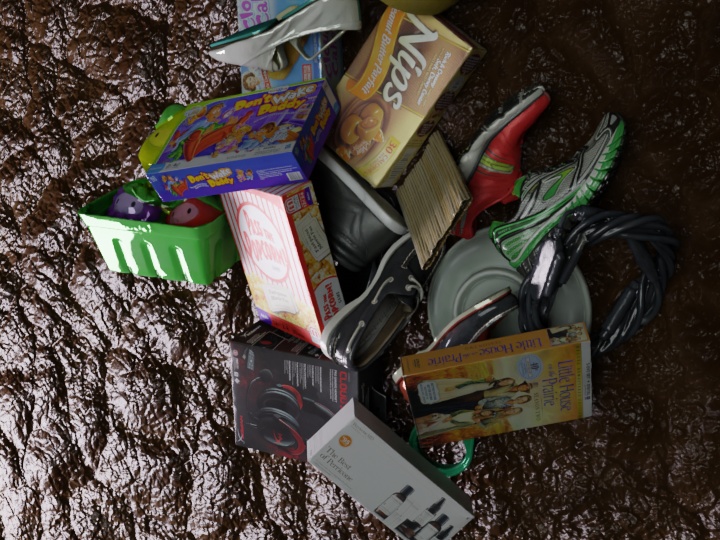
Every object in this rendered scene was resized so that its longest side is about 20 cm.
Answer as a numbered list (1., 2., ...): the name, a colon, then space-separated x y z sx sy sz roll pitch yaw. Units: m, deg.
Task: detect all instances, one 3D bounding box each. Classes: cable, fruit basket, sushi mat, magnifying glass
1. cable: 0.253 0.018 1.116 0.051 0.162 0.201 -114 27 -51
2. fruit basket: -0.243 -0.102 1.333 0.214 0.155 0.217 12 119 22
3. sushi mat: 0.078 -0.083 1.160 0.012 0.200 0.096 23 113 -18
4. magnifying glass: 0.122 0.169 1.223 0.079 0.022 0.201 34 126 4

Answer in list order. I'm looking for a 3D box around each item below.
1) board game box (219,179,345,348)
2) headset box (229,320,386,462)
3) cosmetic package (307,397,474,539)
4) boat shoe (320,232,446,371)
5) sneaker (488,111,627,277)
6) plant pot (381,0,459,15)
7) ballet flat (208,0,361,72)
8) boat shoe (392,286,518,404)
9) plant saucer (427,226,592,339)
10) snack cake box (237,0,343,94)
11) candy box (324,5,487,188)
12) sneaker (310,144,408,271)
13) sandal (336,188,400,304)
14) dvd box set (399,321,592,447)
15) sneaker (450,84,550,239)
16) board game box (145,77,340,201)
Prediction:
1. board game box: -0.091 -0.018 1.243 0.151 0.046 0.201 18 130 51
2. headset box: -0.056 0.156 1.290 0.199 0.075 0.150 9 113 24
3. cosmetic package: 0.036 0.246 1.229 0.200 0.051 0.083 41 102 -16
4. boat shoe: 0.038 0.033 1.205 0.200 0.074 0.060 -45 40 -13
5. sneaker: 0.214 -0.091 1.128 0.085 0.078 0.200 40 98 12
6. plant pot: 0.070 -0.365 1.133 0.200 0.200 0.142 37 136 17
7. ballet flat: -0.085 -0.266 1.204 0.199 0.069 0.070 -18 88 25
8. boat shoe: 0.112 0.091 1.160 0.200 0.071 0.063 -47 71 36
9. plant saucer: 0.163 0.049 1.201 0.199 0.050 0.202 3 97 26
10. snack cake box: -0.086 -0.307 1.267 0.114 0.067 0.202 0 97 24
11. candy box: 0.042 -0.210 1.223 0.115 0.055 0.200 42 111 16
12. sneaker: -0.040 -0.081 1.247 0.099 0.071 0.200 -49 65 14
13. sandal: -0.001 -0.001 1.276 0.076 0.043 0.202 11 101 24
14. dvd box set: 0.151 0.128 1.136 0.198 0.147 0.030 -11 48 3
15. sneaker: 0.157 -0.120 1.182 0.085 0.077 0.200 36 115 -3
16. board game box: -0.135 -0.151 1.215 0.199 0.135 0.045 -6 133 27
